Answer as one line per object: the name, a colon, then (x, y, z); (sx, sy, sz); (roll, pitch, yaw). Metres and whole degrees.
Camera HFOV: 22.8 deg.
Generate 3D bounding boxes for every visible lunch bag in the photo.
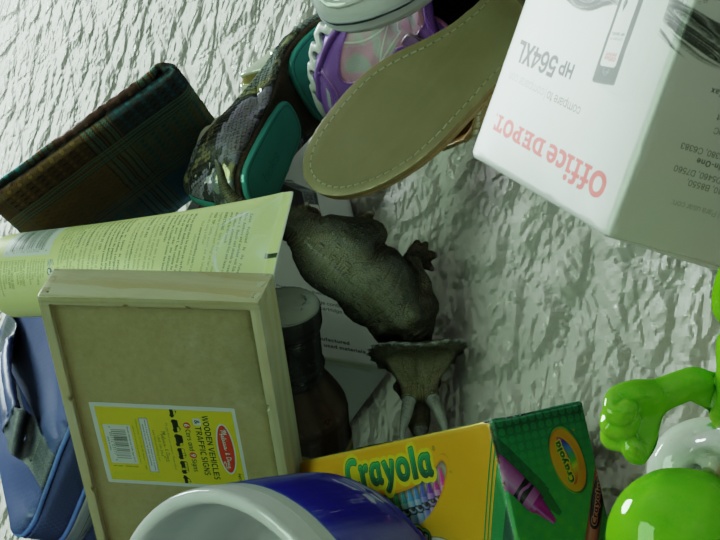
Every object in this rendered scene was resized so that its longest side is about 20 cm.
lunch bag: (-0.167, 0.085, 1.126); (0.136, 0.132, 0.200); (-65, 29, 27)

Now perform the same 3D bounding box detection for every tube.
tube: (-0.127, -0.001, 1.025); (0.199, 0.052, 0.058); (-5, 103, 33)

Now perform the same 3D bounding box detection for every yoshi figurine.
yoshi figurine: (0.156, 0.062, 0.712); (0.112, 0.112, 0.201); (49, 125, 51)

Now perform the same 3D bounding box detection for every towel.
towel: (-0.157, -0.062, 1.162); (0.022, 0.146, 0.200); (53, 178, 15)

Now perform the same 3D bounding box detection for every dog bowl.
dog bowl: (-0.039, 0.203, 0.890); (0.200, 0.079, 0.201); (5, 96, 45)

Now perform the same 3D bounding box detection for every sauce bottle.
sauce bottle: (-0.036, 0.102, 1.030); (0.065, 0.064, 0.201); (-122, 22, -55)

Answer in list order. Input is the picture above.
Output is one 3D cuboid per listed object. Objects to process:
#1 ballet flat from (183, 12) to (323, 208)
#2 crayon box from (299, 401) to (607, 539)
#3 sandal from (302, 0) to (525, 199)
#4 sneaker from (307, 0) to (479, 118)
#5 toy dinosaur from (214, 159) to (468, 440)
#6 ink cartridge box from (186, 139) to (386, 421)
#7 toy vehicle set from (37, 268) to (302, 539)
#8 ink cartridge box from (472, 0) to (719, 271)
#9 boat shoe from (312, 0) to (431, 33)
ballet flat: (-0.058, -0.107, 1.158); (0.072, 0.072, 0.201); (-43, 11, 49)
crayon box: (0.048, 0.140, 0.907); (0.200, 0.058, 0.119); (-22, 78, 59)
sandal: (0.066, -0.105, 1.019); (0.212, 0.070, 0.078); (-44, 52, 14)
sneaker: (0.036, -0.147, 1.083); (0.089, 0.080, 0.200); (60, 136, 33)
toy dinosaur: (0.000, 0.000, 1.024); (0.077, 0.200, 0.102); (-37, 12, 5)
ink cartridge box: (-0.064, 0.025, 1.187); (0.144, 0.083, 0.201); (-55, 33, 39)
toy vehicle set: (-0.097, 0.090, 0.983); (0.027, 0.124, 0.201); (-68, -24, -54)
ink cartridge box: (0.145, -0.118, 0.832); (0.146, 0.084, 0.201); (39, 113, 61)
boat shoe: (0.033, -0.202, 0.991); (0.200, 0.067, 0.074); (-35, 67, 33)
